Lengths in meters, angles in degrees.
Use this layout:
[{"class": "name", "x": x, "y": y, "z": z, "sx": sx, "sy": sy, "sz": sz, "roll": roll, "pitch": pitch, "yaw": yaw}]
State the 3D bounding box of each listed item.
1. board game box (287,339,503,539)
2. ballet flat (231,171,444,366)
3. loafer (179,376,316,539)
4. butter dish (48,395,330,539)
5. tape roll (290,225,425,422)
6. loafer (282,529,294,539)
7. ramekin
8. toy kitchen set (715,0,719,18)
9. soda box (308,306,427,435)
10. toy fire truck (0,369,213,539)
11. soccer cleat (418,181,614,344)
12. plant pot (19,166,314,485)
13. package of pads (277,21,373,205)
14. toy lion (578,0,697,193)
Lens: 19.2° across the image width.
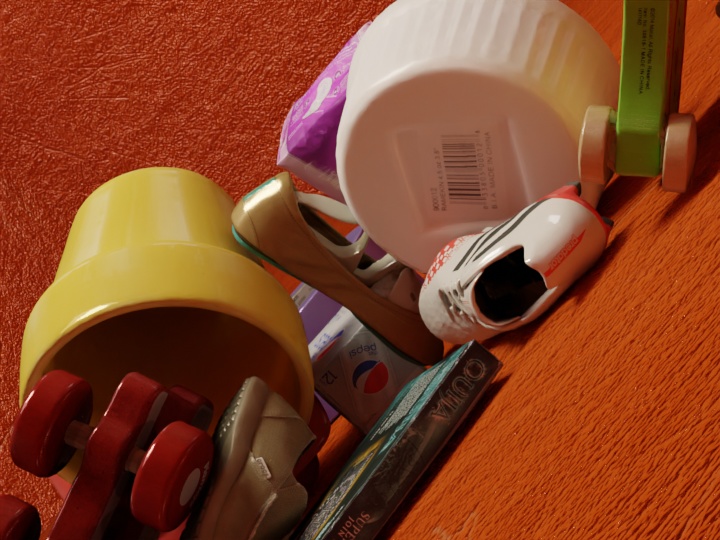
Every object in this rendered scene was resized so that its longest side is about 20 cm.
[{"class": "board game box", "x": 0.003, "y": 0.138, "z": 1.320, "sx": 0.200, "sy": 0.028, "sz": 0.135, "roll": -51, "pitch": 4, "yaw": -22}, {"class": "ballet flat", "x": 0.000, "y": 0.000, "z": 1.491, "sx": 0.063, "sy": 0.200, "sz": 0.069, "roll": -46, "pitch": 30, "yaw": 17}, {"class": "loafer", "x": -0.071, "y": 0.154, "z": 1.344, "sx": 0.076, "sy": 0.067, "sz": 0.200, "roll": 123, "pitch": 167, "yaw": -49}, {"class": "butter dish", "x": -0.115, "y": 0.148, "z": 1.636, "sx": 0.200, "sy": 0.200, "sz": 0.148, "roll": -42, "pitch": -38, "yaw": 1}, {"class": "tape roll", "x": -0.033, "y": 0.062, "z": 1.869, "sx": 0.200, "sy": 0.085, "sz": 0.200, "roll": -48, "pitch": 6, "yaw": 6}, {"class": "loafer", "x": -0.101, "y": 0.222, "z": 1.373, "sx": 0.076, "sy": 0.068, "sz": 0.200, "roll": -42, "pitch": 10, "yaw": 39}, {"class": "ramekin", "x": 0.079, "y": -0.087, "z": 1.444, "sx": 0.200, "sy": 0.200, "sz": 0.098, "roll": -45, "pitch": 14, "yaw": 35}, {"class": "toy kitchen set", "x": 0.218, "y": -0.233, "z": 1.256, "sx": 0.163, "sy": 0.200, "sz": 0.180, "roll": -52, "pitch": 6, "yaw": -37}, {"class": "soda box", "x": -0.003, "y": 0.076, "z": 1.633, "sx": 0.068, "sy": 0.063, "sz": 0.200, "roll": -48, "pitch": 6, "yaw": -4}, {"class": "toy fire truck", "x": -0.158, "y": 0.161, "z": 1.348, "sx": 0.201, "sy": 0.112, "sz": 0.168, "roll": -67, "pitch": -16, "yaw": -7}, {"class": "soccer cleat", "x": 0.085, "y": 0.010, "z": 1.371, "sx": 0.085, "sy": 0.069, "sz": 0.200, "roll": -48, "pitch": 8, "yaw": -36}, {"class": "plant pot", "x": -0.140, "y": 0.032, "z": 1.511, "sx": 0.201, "sy": 0.200, "sz": 0.189, "roll": -46, "pitch": 32, "yaw": 28}, {"class": "package of pads", "x": 0.050, "y": -0.082, "z": 1.574, "sx": 0.121, "sy": 0.200, "sz": 0.076, "roll": -46, "pitch": 21, "yaw": 32}, {"class": "toy lion", "x": 0.178, "y": -0.147, "z": 1.286, "sx": 0.192, "sy": 0.068, "sz": 0.201, "roll": -64, "pitch": -24, "yaw": -60}]
